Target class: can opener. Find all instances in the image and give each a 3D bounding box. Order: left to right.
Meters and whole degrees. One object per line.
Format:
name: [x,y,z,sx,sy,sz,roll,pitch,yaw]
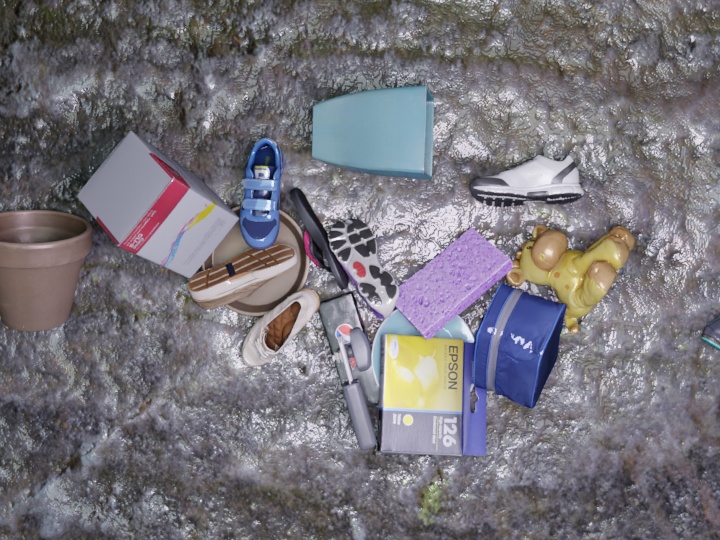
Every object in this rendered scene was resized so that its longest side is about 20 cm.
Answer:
can opener: [-0.002,0.203,1.441,0.066,0.053,0.203,-12,92,2]

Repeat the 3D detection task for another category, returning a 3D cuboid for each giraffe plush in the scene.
giraffe plush: [0.349,-0.010,1.450,0.161,0.172,0.201,33,128,11]

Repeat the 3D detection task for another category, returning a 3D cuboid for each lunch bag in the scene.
lunch bag: [0.257,0.127,1.419,0.131,0.201,0.136,21,53,21]

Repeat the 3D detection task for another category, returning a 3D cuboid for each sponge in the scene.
sponge: [0.155,0.020,1.459,0.199,0.030,0.112,-40,49,-5]

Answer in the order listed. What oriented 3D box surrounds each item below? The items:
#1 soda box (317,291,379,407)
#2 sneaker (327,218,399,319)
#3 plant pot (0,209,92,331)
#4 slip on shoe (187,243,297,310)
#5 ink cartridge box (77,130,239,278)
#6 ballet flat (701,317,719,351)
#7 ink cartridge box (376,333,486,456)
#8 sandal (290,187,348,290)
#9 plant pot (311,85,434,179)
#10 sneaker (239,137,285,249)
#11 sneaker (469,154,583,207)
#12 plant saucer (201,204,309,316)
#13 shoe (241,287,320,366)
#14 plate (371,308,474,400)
soda box: [-0.015,0.144,1.498,0.070,0.063,0.203,-18,92,3]
sneaker: [0.000,0.000,1.473,0.080,0.084,0.202,-18,63,-12]
plant pot: [-0.569,0.004,1.474,0.197,0.201,0.177,6,111,2]
slip on shoe: [-0.201,0.015,1.479,0.198,0.076,0.061,-23,131,-5]
ink cartridge box: [-0.335,-0.105,1.419,0.145,0.200,0.145,-50,61,4]
ballet flat: [0.688,0.150,1.465,0.199,0.073,0.073,39,93,3]
ink cartridge box: [0.129,0.216,1.450,0.197,0.047,0.201,4,79,-9]
sandal: [-0.080,-0.051,1.494,0.045,0.075,0.202,-31,83,9]
plant pot: [0.021,-0.235,1.450,0.197,0.141,0.144,3,92,10]
sneaker: [-0.173,-0.137,1.465,0.073,0.082,0.203,3,74,-2]
sneaker: [0.288,-0.158,1.480,0.197,0.074,0.081,-2,77,-2]
plant saucer: [-0.188,-0.019,1.518,0.197,0.029,0.203,0,92,3]
shoe: [-0.151,0.104,1.479,0.070,0.053,0.200,45,116,0]
plate: [0.113,0.157,1.491,0.197,0.026,0.203,2,79,-12]
